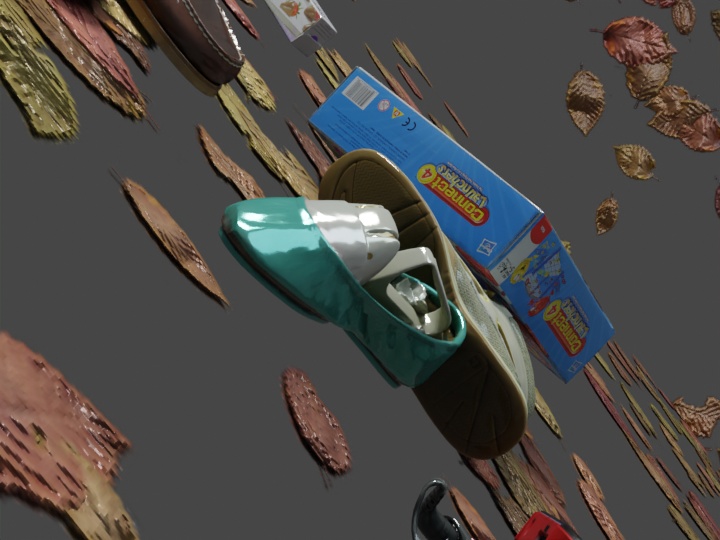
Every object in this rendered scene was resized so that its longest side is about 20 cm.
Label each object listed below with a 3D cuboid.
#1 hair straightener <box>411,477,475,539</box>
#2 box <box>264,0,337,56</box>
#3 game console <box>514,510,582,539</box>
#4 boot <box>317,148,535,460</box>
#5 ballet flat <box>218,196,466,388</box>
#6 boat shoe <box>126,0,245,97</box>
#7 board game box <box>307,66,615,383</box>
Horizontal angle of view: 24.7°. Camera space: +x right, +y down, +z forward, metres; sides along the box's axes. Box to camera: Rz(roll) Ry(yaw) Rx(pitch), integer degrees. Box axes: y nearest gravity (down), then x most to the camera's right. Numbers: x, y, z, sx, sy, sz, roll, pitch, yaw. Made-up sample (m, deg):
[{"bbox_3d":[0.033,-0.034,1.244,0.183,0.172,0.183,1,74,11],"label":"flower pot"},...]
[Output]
[{"bbox_3d":[0.084,0.174,0.750,0.201,0.041,0.077,55,9,-22],"label":"hair straightener"},{"bbox_3d":[-0.089,-0.290,1.557,0.201,0.039,0.041,58,10,25],"label":"box"},{"bbox_3d":[0.150,0.203,0.860,0.177,0.031,0.200,47,-2,5],"label":"game console"},{"bbox_3d":[0.047,0.019,1.038,0.201,0.072,0.155,59,11,4],"label":"boot"},{"bbox_3d":[0.000,0.000,0.880,0.200,0.070,0.068,41,16,-52],"label":"ballet flat"},{"bbox_3d":[-0.125,-0.203,0.997,0.201,0.070,0.070,56,10,7],"label":"boat shoe"},{"bbox_3d":[0.076,-0.031,1.193,0.200,0.056,0.196,42,-5,35],"label":"board game box"}]
